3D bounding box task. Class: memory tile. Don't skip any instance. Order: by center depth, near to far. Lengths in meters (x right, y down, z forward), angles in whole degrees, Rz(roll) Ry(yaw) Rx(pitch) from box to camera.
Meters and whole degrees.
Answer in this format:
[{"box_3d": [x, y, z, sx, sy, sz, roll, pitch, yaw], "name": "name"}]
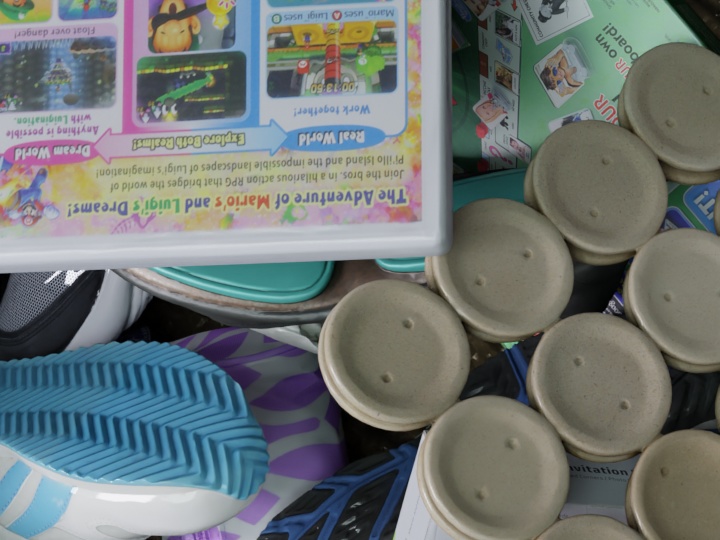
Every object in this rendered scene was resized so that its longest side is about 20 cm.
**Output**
[{"box_3d": [0.095, 0.025, 0.796, 0.153, 0.200, 0.017, 49, 153, 6], "name": "memory tile"}]

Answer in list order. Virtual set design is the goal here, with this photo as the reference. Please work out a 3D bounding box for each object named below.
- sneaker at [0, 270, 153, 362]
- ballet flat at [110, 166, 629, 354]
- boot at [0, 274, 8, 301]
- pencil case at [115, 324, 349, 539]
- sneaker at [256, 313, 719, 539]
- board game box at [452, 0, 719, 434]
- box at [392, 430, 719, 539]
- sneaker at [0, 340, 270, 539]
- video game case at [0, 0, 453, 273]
[{"box_3d": [-0.117, -0.055, 0.903, 0.200, 0.114, 0.075, -59, 33, 11], "name": "sneaker"}, {"box_3d": [0.000, 0.000, 0.866, 0.199, 0.068, 0.068, 2, 55, 13], "name": "ballet flat"}, {"box_3d": [-0.207, 0.087, 0.983, 0.168, 0.076, 0.201, -14, 87, 25], "name": "boot"}, {"box_3d": [-0.040, 0.116, 0.923, 0.084, 0.085, 0.201, -9, 95, 23], "name": "pencil case"}, {"box_3d": [0.056, 0.086, 0.870, 0.200, 0.076, 0.077, -30, 123, 12], "name": "sneaker"}, {"box_3d": [0.091, -0.031, 0.884, 0.135, 0.029, 0.200, -42, 83, 21], "name": "board game box"}, {"box_3d": [0.075, 0.156, 0.846, 0.155, 0.041, 0.200, 6, 120, -14], "name": "box"}, {"box_3d": [-0.104, 0.079, 0.874, 0.200, 0.077, 0.081, -4, 121, 42], "name": "sneaker"}, {"box_3d": [-0.068, -0.091, 0.798, 0.199, 0.024, 0.183, -2, 79, 11], "name": "video game case"}]
